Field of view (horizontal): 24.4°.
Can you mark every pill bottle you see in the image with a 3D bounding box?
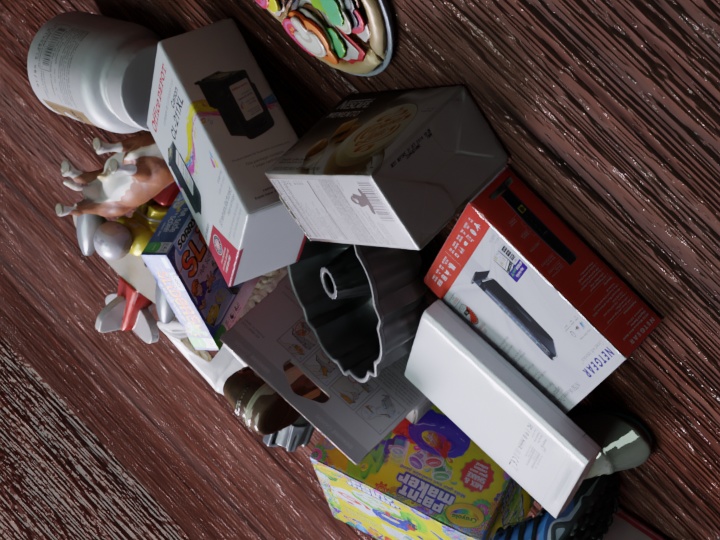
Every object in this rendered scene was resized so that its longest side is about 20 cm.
[{"bbox_3d":[-0.259,-0.205,1.748,0.199,0.114,0.115,21,148,51],"label":"pill bottle"}]

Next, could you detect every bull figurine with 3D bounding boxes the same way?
[{"bbox_3d":[-0.248,-0.113,1.820,0.199,0.120,0.066,-37,65,41],"label":"bull figurine"}]

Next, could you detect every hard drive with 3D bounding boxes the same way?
[{"bbox_3d":[0.127,0.129,1.534,0.200,0.027,0.132,42,153,16],"label":"hard drive"}]

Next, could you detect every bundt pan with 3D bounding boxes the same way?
[{"bbox_3d":[0.000,0.000,1.595,0.202,0.075,0.204,47,149,41],"label":"bundt pan"}]

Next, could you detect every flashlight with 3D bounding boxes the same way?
[{"bbox_3d":[-0.050,0.104,1.827,0.067,0.068,0.202,16,121,-2],"label":"flashlight"}]

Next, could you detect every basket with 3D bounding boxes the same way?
[{"bbox_3d":[-0.128,0.071,1.967,0.136,0.124,0.199,50,160,-21],"label":"basket"}]

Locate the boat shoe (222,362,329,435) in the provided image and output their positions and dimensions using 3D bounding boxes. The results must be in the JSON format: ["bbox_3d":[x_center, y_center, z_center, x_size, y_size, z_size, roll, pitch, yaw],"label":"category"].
[{"bbox_3d":[-0.064,0.109,1.728,0.074,0.201,0.075,31,113,28],"label":"boat shoe"}]

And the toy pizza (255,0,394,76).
[{"bbox_3d":[-0.051,-0.238,1.377,0.200,0.032,0.201,41,159,19],"label":"toy pizza"}]

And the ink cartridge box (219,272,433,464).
[{"bbox_3d":[-0.014,0.081,1.682,0.200,0.176,0.045,41,159,19],"label":"ink cartridge box"}]

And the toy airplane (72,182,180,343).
[{"bbox_3d":[-0.264,-0.015,1.945,0.198,0.202,0.141,-17,160,31],"label":"toy airplane"}]

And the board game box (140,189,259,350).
[{"bbox_3d":[-0.141,-0.038,1.697,0.034,0.201,0.136,1,136,30],"label":"board game box"}]

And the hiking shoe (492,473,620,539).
[{"bbox_3d":[0.170,0.263,1.619,0.087,0.201,0.074,38,180,36],"label":"hiking shoe"}]

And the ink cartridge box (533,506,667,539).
[{"bbox_3d":[0.259,0.328,1.715,0.145,0.085,0.201,32,157,37],"label":"ink cartridge box"}]

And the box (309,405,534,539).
[{"bbox_3d":[0.070,0.222,1.760,0.198,0.123,0.193,24,160,17],"label":"box"}]

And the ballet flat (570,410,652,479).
[{"bbox_3d":[0.202,0.172,1.571,0.068,0.064,0.200,52,160,-13],"label":"ballet flat"}]

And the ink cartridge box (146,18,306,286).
[{"bbox_3d":[-0.124,-0.111,1.579,0.201,0.082,0.146,61,157,20],"label":"ink cartridge box"}]

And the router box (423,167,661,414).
[{"bbox_3d":[0.149,0.024,1.425,0.179,0.049,0.200,45,160,8],"label":"router box"}]

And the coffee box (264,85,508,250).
[{"bbox_3d":[0.018,-0.087,1.398,0.080,0.114,0.199,54,160,-20],"label":"coffee box"}]
